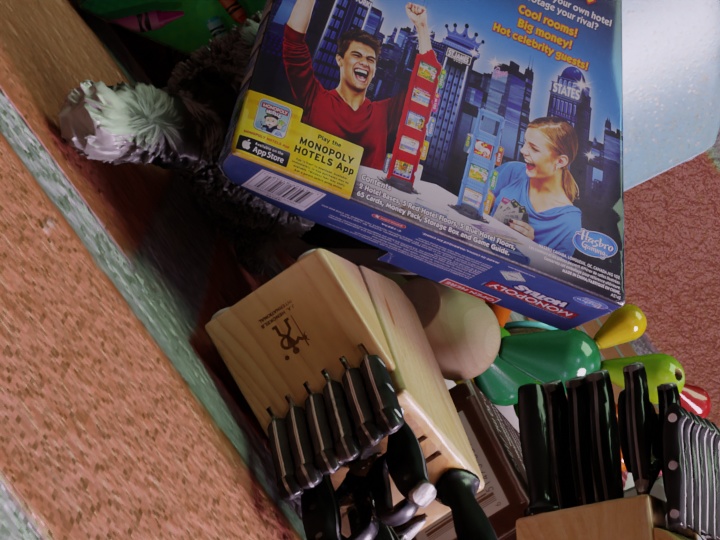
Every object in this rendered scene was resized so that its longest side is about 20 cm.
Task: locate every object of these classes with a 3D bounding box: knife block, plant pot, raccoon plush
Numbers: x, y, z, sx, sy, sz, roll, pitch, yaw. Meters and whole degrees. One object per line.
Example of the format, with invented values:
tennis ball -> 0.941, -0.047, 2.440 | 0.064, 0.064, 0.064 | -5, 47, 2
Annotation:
knife block -> 0.012, 0.083, 0.945 | 0.176, 0.064, 0.200 | 59, 9, 13
plant pot -> 0.098, -0.141, 1.186 | 0.200, 0.195, 0.196 | 66, -5, -19
raccoon plush -> -0.086, -0.058, 1.033 | 0.200, 0.134, 0.097 | 6, 59, -36
knife block -> 0.107, 0.148, 0.996 | 0.175, 0.200, 0.064 | 38, 7, 33

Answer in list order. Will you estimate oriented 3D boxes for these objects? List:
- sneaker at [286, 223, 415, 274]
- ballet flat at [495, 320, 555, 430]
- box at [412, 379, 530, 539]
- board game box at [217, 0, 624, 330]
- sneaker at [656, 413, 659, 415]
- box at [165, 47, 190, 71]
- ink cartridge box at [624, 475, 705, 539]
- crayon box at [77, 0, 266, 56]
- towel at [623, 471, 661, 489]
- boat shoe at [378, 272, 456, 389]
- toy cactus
sneaker -> 0.019, -0.048, 1.105 | 0.200, 0.071, 0.099 | -178, -90, -65
ballet flat -> 0.096, 0.086, 1.338 | 0.200, 0.068, 0.073 | 112, -14, -76
box -> 0.089, 0.155, 1.122 | 0.200, 0.075, 0.100 | 49, 11, -46
board game box -> 0.045, -0.101, 0.993 | 0.200, 0.200, 0.062 | 21, -21, -17
sneaker -> 0.193, 0.162, 1.469 | 0.200, 0.116, 0.075 | 49, -7, -39
box -> -0.015, -0.080, 1.256 | 0.200, 0.049, 0.160 | 26, 20, -24
ink cartridge box -> 0.198, 0.243, 1.277 | 0.200, 0.084, 0.145 | 49, 24, -39
crayon box -> -0.101, -0.188, 1.217 | 0.119, 0.058, 0.200 | 22, 23, -20
towel -> 0.166, 0.184, 1.367 | 0.200, 0.023, 0.144 | 48, 50, -40
boat shoe -> 0.002, 0.001, 1.292 | 0.201, 0.063, 0.073 | 54, 14, 26
toy cactus -> 0.074, 0.040, 1.128 | 0.200, 0.102, 0.165 | 13, -14, 35
